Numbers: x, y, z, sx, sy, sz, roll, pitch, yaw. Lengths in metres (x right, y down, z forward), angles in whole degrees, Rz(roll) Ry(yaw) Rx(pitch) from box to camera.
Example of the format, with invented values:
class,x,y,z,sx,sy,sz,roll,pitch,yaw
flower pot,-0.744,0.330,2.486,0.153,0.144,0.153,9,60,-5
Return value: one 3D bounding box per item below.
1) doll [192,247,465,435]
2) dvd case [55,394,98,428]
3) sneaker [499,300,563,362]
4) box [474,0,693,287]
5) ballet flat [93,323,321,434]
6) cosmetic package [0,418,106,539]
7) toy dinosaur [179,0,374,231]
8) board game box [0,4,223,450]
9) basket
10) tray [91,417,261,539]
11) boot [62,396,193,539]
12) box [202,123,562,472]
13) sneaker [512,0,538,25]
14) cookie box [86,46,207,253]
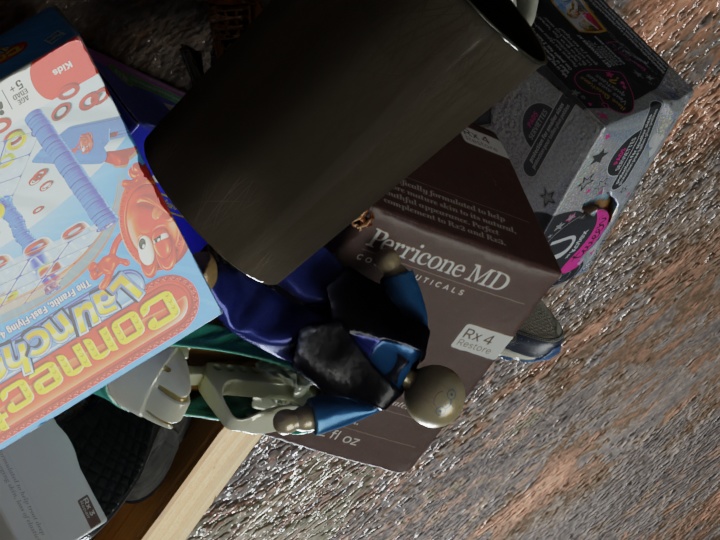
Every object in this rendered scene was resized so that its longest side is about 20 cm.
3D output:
class,x,y,z,sx,sy,sz,roll,pitch,yaw
doll,-0.019,0.040,1.378,0.137,0.199,0.048,-62,-160,-11
dvd case,-0.185,0.056,1.591,0.142,0.018,0.200,-38,157,-7
sneaker,0.080,-0.016,1.635,0.077,0.200,0.085,-24,153,-49
box,0.137,-0.091,1.679,0.114,0.132,0.201,-22,151,-40
ballet flat,-0.100,0.068,1.389,0.198,0.071,0.068,7,123,-24
cosmetic package,-0.268,0.154,1.414,0.199,0.113,0.081,-29,-179,39
toy dinosaur,-0.039,-0.122,1.343,0.135,0.102,0.201,-32,134,-19
board game box,-0.206,-0.011,1.236,0.199,0.056,0.197,-32,122,-9
basket,-0.013,-0.099,1.234,0.200,0.136,0.180,-43,-176,12
tray,-0.149,0.157,1.688,0.037,0.099,0.201,28,104,-32
boot,-0.169,0.138,1.578,0.201,0.069,0.132,-55,164,-27
box,0.000,0.000,1.526,0.165,0.165,0.201,18,123,-30
sneaker,0.139,-0.244,1.474,0.075,0.087,0.201,-8,139,-49
cookie box,-0.178,-0.028,1.379,0.200,0.075,0.171,-44,156,12
